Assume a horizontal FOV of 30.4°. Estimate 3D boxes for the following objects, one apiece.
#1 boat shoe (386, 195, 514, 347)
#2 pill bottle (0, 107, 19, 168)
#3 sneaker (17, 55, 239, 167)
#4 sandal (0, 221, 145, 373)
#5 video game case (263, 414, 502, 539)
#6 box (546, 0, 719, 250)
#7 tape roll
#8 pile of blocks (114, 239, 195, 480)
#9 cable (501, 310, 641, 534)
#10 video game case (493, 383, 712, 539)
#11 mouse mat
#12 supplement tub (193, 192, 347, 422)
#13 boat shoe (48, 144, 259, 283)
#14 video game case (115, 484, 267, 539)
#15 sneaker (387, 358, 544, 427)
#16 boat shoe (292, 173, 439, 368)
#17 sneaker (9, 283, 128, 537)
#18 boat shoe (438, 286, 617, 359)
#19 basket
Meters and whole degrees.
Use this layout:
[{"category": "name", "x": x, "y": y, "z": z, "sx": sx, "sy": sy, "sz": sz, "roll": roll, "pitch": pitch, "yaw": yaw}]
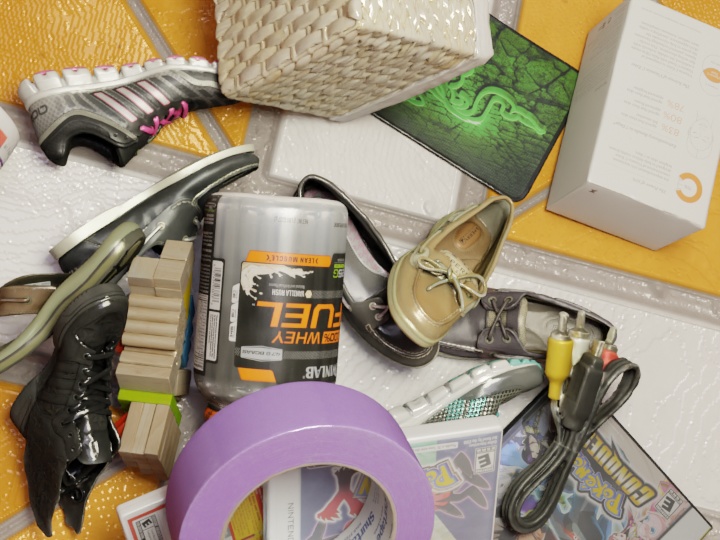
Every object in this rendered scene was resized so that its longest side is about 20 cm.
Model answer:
[{"category": "boat shoe", "x": 0.081, "y": -0.008, "z": 1.161, "sx": 0.073, "sy": 0.063, "sz": 0.200, "roll": 45, "pitch": 37, "yaw": -11}, {"category": "pill bottle", "x": -0.378, "y": -0.062, "z": 1.084, "sx": 0.111, "sy": 0.111, "sz": 0.200, "roll": 32, "pitch": 72, "yaw": -5}, {"category": "sneaker", "x": -0.196, "y": -0.135, "z": 1.170, "sx": 0.199, "sy": 0.074, "sz": 0.088, "roll": -8, "pitch": 82, "yaw": -13}, {"category": "sandal", "x": -0.261, "y": 0.022, "z": 1.087, "sx": 0.201, "sy": 0.080, "sz": 0.057, "roll": -42, "pitch": 96, "yaw": 6}, {"category": "video game case", "x": 0.018, "y": 0.213, "z": 1.106, "sx": 0.200, "sy": 0.023, "sz": 0.183, "roll": -6, "pitch": 118, "yaw": -15}, {"category": "box", "x": 0.272, "y": -0.140, "z": 1.269, "sx": 0.124, "sy": 0.097, "sz": 0.200, "roll": 20, "pitch": 73, "yaw": -11}, {"category": "tape roll", "x": -0.047, "y": 0.187, "z": 1.023, "sx": 0.200, "sy": 0.066, "sz": 0.201, "roll": -7, "pitch": 118, "yaw": -14}, {"category": "pile of blocks", "x": -0.181, "y": 0.074, "z": 1.122, "sx": 0.062, "sy": 0.082, "sz": 0.201, "roll": 6, "pitch": 83, "yaw": 7}, {"category": "cable", "x": 0.184, "y": 0.137, "z": 1.179, "sx": 0.097, "sy": 0.050, "sz": 0.200, "roll": 16, "pitch": 98, "yaw": -32}, {"category": "video game case", "x": 0.194, "y": 0.222, "z": 1.203, "sx": 0.181, "sy": 0.026, "sz": 0.200, "roll": -42, "pitch": 89, "yaw": -19}, {"category": "mouse mat", "x": 0.107, "y": -0.178, "z": 1.287, "sx": 0.200, "sy": 0.008, "sz": 0.161, "roll": 31, "pitch": 72, "yaw": -4}, {"category": "supplement tub", "x": -0.077, "y": 0.037, "z": 1.116, "sx": 0.122, "sy": 0.123, "sz": 0.201, "roll": 3, "pitch": 93, "yaw": -13}, {"category": "boat shoe", "x": -0.169, "y": -0.044, "z": 1.157, "sx": 0.200, "sy": 0.072, "sz": 0.068, "roll": -34, "pitch": 92, "yaw": -14}, {"category": "video game case", "x": -0.089, "y": 0.212, "z": 1.093, "sx": 0.200, "sy": 0.017, "sz": 0.143, "roll": -21, "pitch": 123, "yaw": -16}, {"category": "sneaker", "x": 0.080, "y": 0.147, "z": 1.169, "sx": 0.200, "sy": 0.078, "sz": 0.091, "roll": -27, "pitch": 82, "yaw": -9}, {"category": "boat shoe", "x": 0.000, "y": 0.000, "z": 1.174, "sx": 0.067, "sy": 0.057, "sz": 0.200, "roll": -33, "pitch": 75, "yaw": -6}, {"category": "sneaker", "x": -0.222, "y": 0.114, "z": 1.066, "sx": 0.060, "sy": 0.200, "sz": 0.104, "roll": 0, "pitch": 44, "yaw": -50}, {"category": "boat shoe", "x": 0.138, "y": 0.048, "z": 1.209, "sx": 0.200, "sy": 0.065, "sz": 0.072, "roll": 9, "pitch": 78, "yaw": -10}, {"category": "basket", "x": -0.017, "y": -0.253, "z": 1.151, "sx": 0.161, "sy": 0.200, "sz": 0.199, "roll": 3, "pitch": 76, "yaw": -42}]
